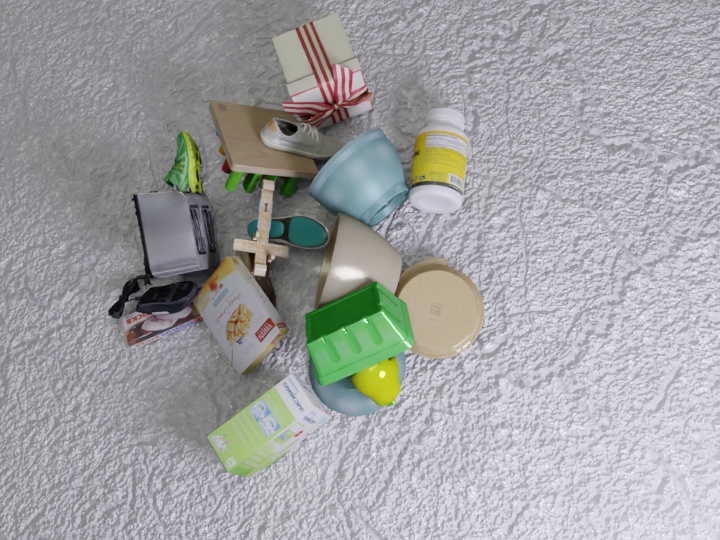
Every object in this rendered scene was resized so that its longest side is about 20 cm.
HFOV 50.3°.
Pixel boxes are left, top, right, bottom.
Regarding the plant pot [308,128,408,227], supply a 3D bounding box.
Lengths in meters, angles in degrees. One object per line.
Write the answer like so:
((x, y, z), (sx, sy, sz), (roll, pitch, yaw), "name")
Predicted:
((0.014, -0.172, 1.570), (0.200, 0.200, 0.134), (-41, 81, -4), "plant pot")

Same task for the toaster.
((-0.380, -0.073, 1.592), (0.118, 0.181, 0.201), (-9, 93, 6), "toaster")

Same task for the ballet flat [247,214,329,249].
((-0.143, -0.083, 1.618), (0.199, 0.069, 0.070), (5, 72, 25), "ballet flat")

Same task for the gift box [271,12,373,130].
((-0.088, -0.422, 1.666), (0.184, 0.200, 0.187), (-23, 70, 8), "gift box")

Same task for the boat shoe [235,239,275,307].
((-0.226, 0.038, 1.610), (0.064, 0.071, 0.201), (-15, 74, 43), "boat shoe")

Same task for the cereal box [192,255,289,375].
((-0.245, 0.090, 1.545), (0.144, 0.039, 0.200), (-48, 66, 24), "cereal box")

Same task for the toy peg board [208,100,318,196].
((-0.224, -0.253, 1.655), (0.199, 0.098, 0.200), (2, 49, -34), "toy peg board")

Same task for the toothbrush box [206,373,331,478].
((-0.170, 0.299, 1.462), (0.200, 0.146, 0.086), (-37, 69, -4), "toothbrush box")

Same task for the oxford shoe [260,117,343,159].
((-0.117, -0.285, 1.641), (0.058, 0.199, 0.075), (-56, 43, 35), "oxford shoe")

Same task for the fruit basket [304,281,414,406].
((0.012, 0.152, 1.451), (0.215, 0.216, 0.156), (-16, 36, 5), "fruit basket")

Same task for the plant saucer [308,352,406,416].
((-0.011, 0.186, 1.527), (0.200, 0.039, 0.202), (-3, 71, 10), "plant saucer")

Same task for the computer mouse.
((-0.425, 0.051, 1.630), (0.199, 0.046, 0.141), (-11, 34, 12), "computer mouse")

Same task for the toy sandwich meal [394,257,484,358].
((0.148, 0.079, 1.521), (0.204, 0.070, 0.206), (-2, 75, 7), "toy sandwich meal")

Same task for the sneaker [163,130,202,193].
((-0.402, -0.224, 1.721), (0.083, 0.074, 0.201), (-8, 71, 4), "sneaker")

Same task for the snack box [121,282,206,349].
((-0.409, 0.097, 1.640), (0.199, 0.024, 0.072), (-23, 67, 2), "snack box")

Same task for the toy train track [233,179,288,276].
((-0.195, -0.089, 1.559), (0.114, 0.033, 0.201), (8, 77, -19), "toy train track")

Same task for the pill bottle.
((0.165, -0.229, 1.594), (0.112, 0.112, 0.201), (5, 72, 12), "pill bottle")

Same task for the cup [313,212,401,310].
((0.000, 0.000, 1.523), (0.143, 0.200, 0.201), (15, 74, -8), "cup")
